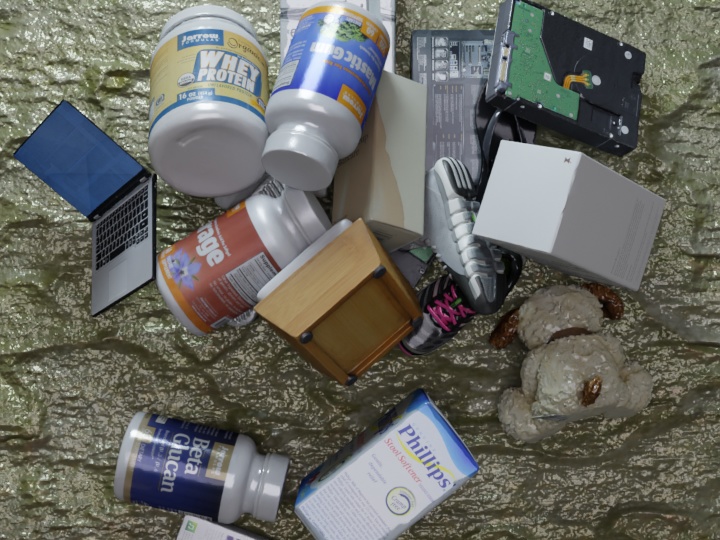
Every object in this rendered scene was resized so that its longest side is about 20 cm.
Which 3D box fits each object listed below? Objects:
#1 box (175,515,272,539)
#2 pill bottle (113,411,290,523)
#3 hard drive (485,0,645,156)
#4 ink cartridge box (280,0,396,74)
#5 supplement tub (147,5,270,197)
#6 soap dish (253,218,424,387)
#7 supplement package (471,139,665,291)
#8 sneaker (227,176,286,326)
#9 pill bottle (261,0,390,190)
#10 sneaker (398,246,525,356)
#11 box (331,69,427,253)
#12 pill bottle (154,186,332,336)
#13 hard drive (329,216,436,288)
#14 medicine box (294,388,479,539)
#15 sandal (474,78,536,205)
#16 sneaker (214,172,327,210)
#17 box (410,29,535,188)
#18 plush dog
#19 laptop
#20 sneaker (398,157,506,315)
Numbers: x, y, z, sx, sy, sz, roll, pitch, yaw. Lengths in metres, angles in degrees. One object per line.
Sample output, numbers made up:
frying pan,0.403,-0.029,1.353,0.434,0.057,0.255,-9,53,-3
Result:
box,-0.151,0.403,1.481,0.199,0.036,0.145,21,89,2
pill bottle,-0.192,0.247,1.445,0.199,0.111,0.111,12,89,0
hard drive,0.252,-0.236,1.434,0.199,0.038,0.140,18,68,-21
ink cartridge box,-0.026,-0.327,1.468,0.145,0.084,0.201,0,89,0
supplement tub,-0.179,-0.203,1.400,0.144,0.145,0.200,-7,53,0
soap dish,-0.016,0.044,1.370,0.157,0.200,0.081,-41,58,-1
supplement package,0.249,-0.064,1.396,0.120,0.200,0.122,17,88,44
sneaker,-0.121,-0.029,1.461,0.078,0.079,0.200,26,97,5
pill bottle,-0.043,-0.195,1.330,0.112,0.112,0.201,17,65,0
sneaker,0.126,0.032,1.461,0.200,0.087,0.074,-39,89,0
box,0.023,-0.129,1.413,0.078,0.095,0.201,15,65,-30
pill bottle,-0.132,-0.018,1.368,0.200,0.112,0.112,-31,89,7
hard drive,0.000,0.000,1.486,0.140,0.038,0.200,34,90,0
medicine box,0.030,0.246,1.409,0.200,0.182,0.103,-39,90,-1
sandal,0.177,-0.143,1.435,0.076,0.043,0.201,3,89,-1
sneaker,-0.087,-0.123,1.471,0.200,0.078,0.100,-34,94,1
box,0.141,-0.202,1.483,0.157,0.051,0.201,-1,88,0
plush dog,0.252,0.098,1.444,0.199,0.161,0.172,-15,66,0
laptop,-0.331,-0.067,1.395,0.116,0.187,0.201,8,70,-32
sneaker,0.099,-0.026,1.420,0.115,0.075,0.201,-26,68,32
